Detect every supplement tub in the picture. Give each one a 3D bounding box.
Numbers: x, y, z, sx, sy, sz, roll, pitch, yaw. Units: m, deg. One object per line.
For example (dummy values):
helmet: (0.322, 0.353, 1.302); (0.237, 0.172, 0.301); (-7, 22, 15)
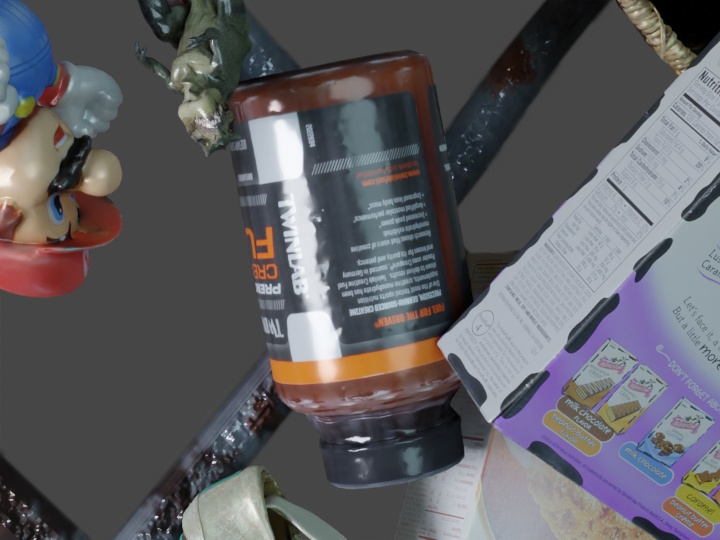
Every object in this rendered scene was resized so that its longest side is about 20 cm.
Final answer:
supplement tub: (0.000, 0.000, 0.809); (0.106, 0.107, 0.203); (-13, 95, -28)

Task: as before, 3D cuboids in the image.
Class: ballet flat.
ballet flat: (-0.006, 0.178, 0.806); (0.062, 0.067, 0.200); (-40, 99, 10)

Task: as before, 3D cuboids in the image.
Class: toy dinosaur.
toy dinosaur: (-0.076, -0.128, 0.765); (0.088, 0.047, 0.201); (47, 31, -26)

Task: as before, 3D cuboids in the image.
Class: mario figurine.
mario figurine: (-0.140, -0.080, 0.716); (0.123, 0.105, 0.202); (-32, 129, -35)

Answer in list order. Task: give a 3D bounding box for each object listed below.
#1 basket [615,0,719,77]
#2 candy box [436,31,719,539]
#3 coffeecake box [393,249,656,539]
basket: (0.165, -0.209, 0.855); (0.142, 0.149, 0.200); (-40, 109, 12)
candy box: (0.164, 0.017, 0.771); (0.167, 0.072, 0.200); (36, 101, -34)
coffeecake box: (0.110, 0.109, 0.885); (0.152, 0.073, 0.202); (20, 80, -27)
